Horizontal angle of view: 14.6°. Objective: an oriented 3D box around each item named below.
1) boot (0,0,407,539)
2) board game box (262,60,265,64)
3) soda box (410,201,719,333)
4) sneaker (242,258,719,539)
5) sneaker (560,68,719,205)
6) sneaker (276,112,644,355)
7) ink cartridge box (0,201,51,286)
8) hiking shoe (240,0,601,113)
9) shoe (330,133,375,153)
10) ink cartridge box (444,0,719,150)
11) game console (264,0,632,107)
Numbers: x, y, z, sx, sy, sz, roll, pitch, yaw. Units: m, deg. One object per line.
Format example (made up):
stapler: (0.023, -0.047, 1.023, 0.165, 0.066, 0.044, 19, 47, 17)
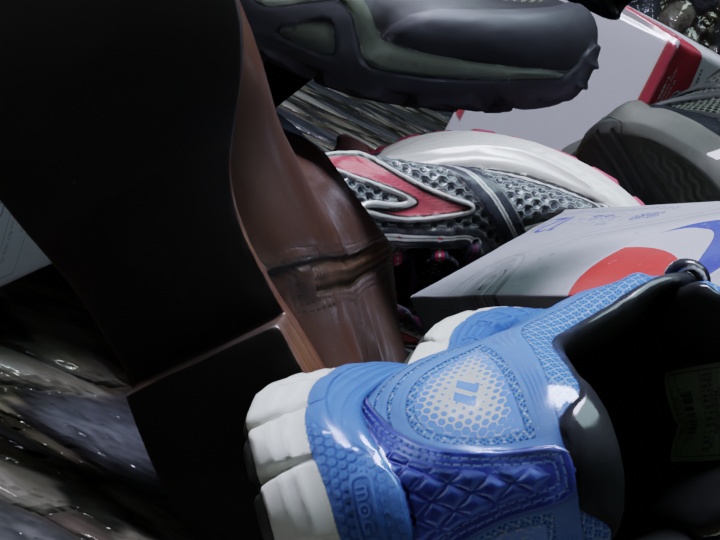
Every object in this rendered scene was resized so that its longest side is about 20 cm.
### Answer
boot: (-0.034, -0.029, 0.682, 0.064, 0.187, 0.200, -15, 5, 9)
board game box: (-0.119, -0.106, 0.870, 0.200, 0.057, 0.165, 17, -22, -6)
soda box: (0.099, 0.022, 0.737, 0.063, 0.068, 0.200, -29, 14, -28)
sneaker: (0.051, 0.041, 0.597, 0.089, 0.079, 0.200, -14, 1, 19)
sneaker: (0.142, -0.044, 1.059, 0.076, 0.114, 0.199, 62, -7, -1)
sneaker: (0.000, 0.000, 0.854, 0.199, 0.081, 0.075, 9, 24, -9)
ink cartridge box: (-0.099, -0.053, 0.747, 0.109, 0.050, 0.200, 24, 23, 18)
hiking shoe: (-0.022, -0.109, 0.737, 0.200, 0.101, 0.076, 22, 7, -3)
shoe: (0.026, -0.010, 1.017, 0.091, 0.072, 0.200, 34, 12, 6)
ink cartridge box: (0.110, -0.051, 1.330, 0.083, 0.147, 0.200, 29, 8, 19)
game console: (-0.044, -0.113, 0.902, 0.200, 0.117, 0.176, 32, 2, -35)
